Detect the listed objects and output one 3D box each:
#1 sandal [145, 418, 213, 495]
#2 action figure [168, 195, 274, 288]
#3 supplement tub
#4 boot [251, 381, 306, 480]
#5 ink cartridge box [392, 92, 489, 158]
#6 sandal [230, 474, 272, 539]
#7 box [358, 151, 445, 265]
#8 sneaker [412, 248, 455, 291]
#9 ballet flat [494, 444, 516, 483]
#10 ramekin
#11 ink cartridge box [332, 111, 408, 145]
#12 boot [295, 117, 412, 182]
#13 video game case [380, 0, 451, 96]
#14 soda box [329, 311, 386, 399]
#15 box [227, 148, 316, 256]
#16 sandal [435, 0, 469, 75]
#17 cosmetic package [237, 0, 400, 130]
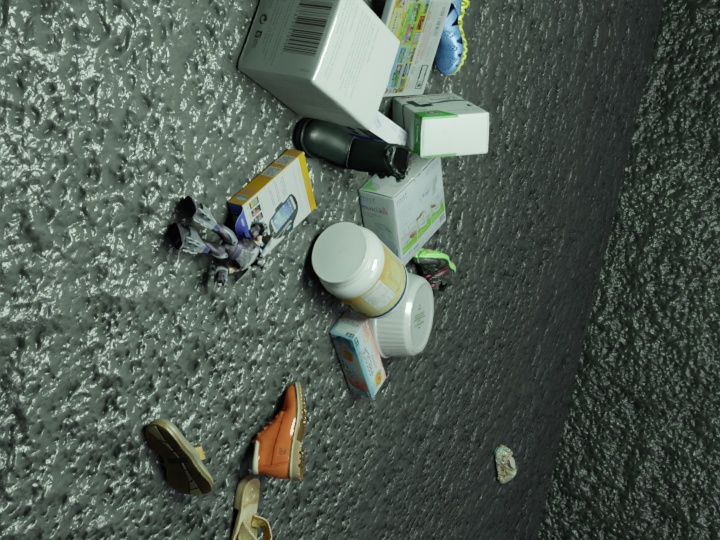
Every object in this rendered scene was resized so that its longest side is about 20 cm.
[{"bbox_3d":[-0.296,0.308,1.420,0.055,0.079,0.203,-72,152,-47],"label":"sandal"},{"bbox_3d":[-0.215,-0.038,1.364,0.199,0.069,0.131,29,96,-45],"label":"action figure"},{"bbox_3d":[0.000,0.000,1.682,0.200,0.142,0.147,40,70,-56],"label":"supplement tub"},{"bbox_3d":[-0.156,0.304,1.633,0.076,0.105,0.203,81,11,-50],"label":"boot"},{"bbox_3d":[0.157,-0.297,1.716,0.143,0.200,0.085,-7,114,-14],"label":"ink cartridge box"},{"bbox_3d":[-0.205,0.507,1.646,0.077,0.069,0.216,-22,121,-53],"label":"sandal"},{"bbox_3d":[0.096,-0.140,1.821,0.200,0.095,0.179,-46,138,-38],"label":"box"},{"bbox_3d":[0.177,0.002,2.038,0.199,0.075,0.085,33,72,-57],"label":"sneaker"},{"bbox_3d":[0.495,0.667,2.867,0.076,0.063,0.202,-55,145,-30],"label":"ballet flat"},{"bbox_3d":[0.097,0.098,1.900,0.202,0.092,0.207,6,90,-66],"label":"ramekin"},{"bbox_3d":[0.007,-0.280,1.616,0.199,0.093,0.045,19,88,-59],"label":"ink cartridge box"},{"bbox_3d":[-0.006,-0.220,1.555,0.197,0.160,0.075,20,85,-59],"label":"boot"},{"bbox_3d":[0.091,-0.444,1.678,0.180,0.023,0.203,-15,132,-46],"label":"video game case"},{"bbox_3d":[-0.003,0.186,1.838,0.069,0.063,0.202,-52,142,-33],"label":"soda box"},{"bbox_3d":[-0.158,-0.109,1.479,0.200,0.041,0.121,-45,139,-36],"label":"box"},{"bbox_3d":[0.184,-0.525,1.822,0.086,0.078,0.205,-12,105,-52],"label":"sandal"},{"bbox_3d":[-0.064,-0.356,1.397,0.199,0.163,0.168,28,80,-58],"label":"cosmetic package"}]
